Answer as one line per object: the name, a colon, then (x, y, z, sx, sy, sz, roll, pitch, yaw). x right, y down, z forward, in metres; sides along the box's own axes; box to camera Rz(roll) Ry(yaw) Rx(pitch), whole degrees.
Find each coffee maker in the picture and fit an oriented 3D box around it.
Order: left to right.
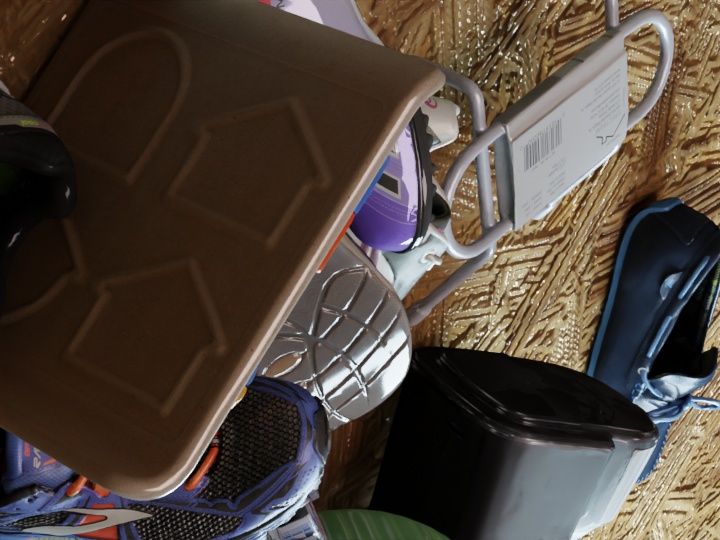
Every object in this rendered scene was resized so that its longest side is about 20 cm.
coffee maker: (0.054, 0.153, 1.364, 0.192, 0.135, 0.200, -8, 119, -54)

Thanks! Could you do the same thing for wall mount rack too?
wall mount rack: (0.081, -0.059, 1.308, 0.200, 0.075, 0.174, -38, 138, -36)

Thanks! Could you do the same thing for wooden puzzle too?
wooden puzzle: (-0.078, -0.017, 0.977, 0.200, 0.185, 0.046, -55, 137, -12)

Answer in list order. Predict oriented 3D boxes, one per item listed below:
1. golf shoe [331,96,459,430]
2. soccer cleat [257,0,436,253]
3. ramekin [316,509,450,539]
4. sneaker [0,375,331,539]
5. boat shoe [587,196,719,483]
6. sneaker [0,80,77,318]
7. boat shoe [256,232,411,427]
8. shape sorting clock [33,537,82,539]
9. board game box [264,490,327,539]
golf shoe: (0.000, 0.000, 1.189, 0.077, 0.088, 0.200, -91, -178, -51)
soccer cleat: (-0.027, -0.094, 1.069, 0.073, 0.068, 0.200, -27, 108, -31)
ramekin: (-0.006, 0.217, 1.265, 0.200, 0.098, 0.200, -4, 113, -10)
sneaker: (-0.109, 0.076, 0.998, 0.078, 0.200, 0.075, 41, 44, -67)
boat shoe: (0.183, 0.056, 1.548, 0.084, 0.069, 0.200, -34, 139, -39)
sneaker: (-0.181, 0.002, 0.934, 0.200, 0.087, 0.074, -47, 146, -25)
boat shoe: (-0.033, -0.007, 1.105, 0.074, 0.073, 0.200, -26, 139, 0)
shape sorting clock: (-0.161, 0.156, 1.130, 0.200, 0.039, 0.200, -22, 125, -35)
board game box: (-0.057, 0.096, 1.129, 0.062, 0.200, 0.200, -26, 158, 2)
